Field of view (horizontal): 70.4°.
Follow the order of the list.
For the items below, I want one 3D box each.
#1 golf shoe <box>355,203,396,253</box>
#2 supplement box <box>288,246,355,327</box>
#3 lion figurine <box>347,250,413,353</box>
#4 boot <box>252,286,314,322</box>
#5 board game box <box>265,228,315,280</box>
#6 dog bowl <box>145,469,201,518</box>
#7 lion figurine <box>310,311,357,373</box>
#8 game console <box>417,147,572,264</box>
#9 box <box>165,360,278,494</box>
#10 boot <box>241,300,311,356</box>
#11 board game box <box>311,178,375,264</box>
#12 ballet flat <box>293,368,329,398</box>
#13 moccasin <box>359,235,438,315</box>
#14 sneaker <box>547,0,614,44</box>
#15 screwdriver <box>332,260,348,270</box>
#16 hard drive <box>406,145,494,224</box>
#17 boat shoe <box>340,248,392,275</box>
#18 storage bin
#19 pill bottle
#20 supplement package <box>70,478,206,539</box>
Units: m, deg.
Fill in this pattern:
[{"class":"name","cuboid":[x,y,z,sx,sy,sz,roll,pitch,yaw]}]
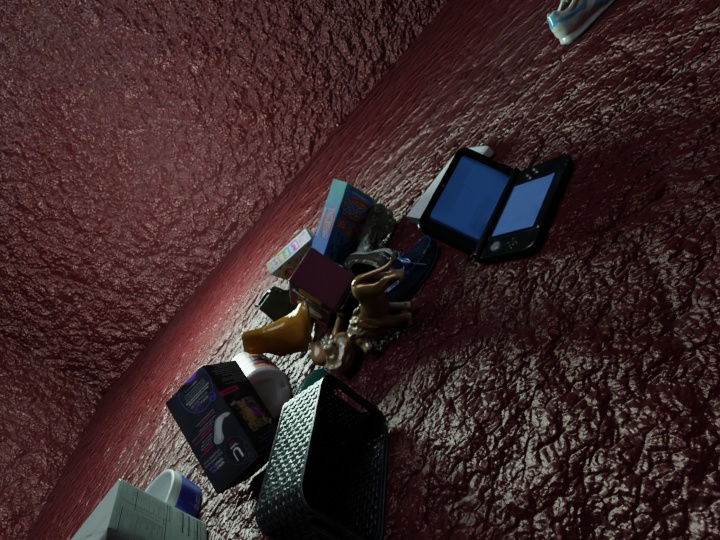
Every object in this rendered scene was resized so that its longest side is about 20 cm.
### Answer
[{"class":"golf shoe","cuboid":[0.023,-0.080,1.228,0.097,0.078,0.201,-39,21,43]},{"class":"supplement box","cuboid":[-0.086,0.041,1.089,0.086,0.110,0.200,-57,-3,-17]},{"class":"lion figurine","cuboid":[0.023,0.053,0.870,0.121,0.202,0.073,-8,38,8]},{"class":"boot","cuboid":[-0.151,0.058,1.254,0.201,0.138,0.077,-50,20,-4]},{"class":"board game box","cuboid":[-0.122,-0.022,1.265,0.134,0.200,0.034,-40,62,15]},{"class":"dog bowl","cuboid":[-0.435,0.543,1.101,0.200,0.079,0.201,-41,22,21]},{"class":"lion figurine","cuboid":[-0.058,0.156,1.018,0.200,0.072,0.124,138,150,-62]},{"class":"game console","cuboid":[0.219,-0.125,0.834,0.175,0.116,0.201,-14,42,58]},{"class":"box","cuboid":[-0.252,0.288,0.966,0.122,0.201,0.106,-43,-19,15]},{"class":"boot","cuboid":[-0.178,0.131,1.074,0.202,0.142,0.071,107,157,-56]},{"class":"board game box","cuboid":[-0.043,-0.095,1.204,0.045,0.152,0.202,19,92,28]},{"class":"ballet flat","cuboid":[-0.102,0.267,0.908,0.068,0.068,0.201,-49,17,39]},{"class":"moccasin","cuboid":[0.075,0.011,0.967,0.201,0.068,0.080,-55,21,-13]},{"class":"sneaker","cuboid":[0.497,-0.598,1.113,0.200,0.081,0.077,-48,19,4]},{"class":"screwdriver","cuboid":[-0.009,0.022,1.066,0.199,0.029,0.028,32,123,44]},{"class":"hard drive","cuboid":[0.192,-0.184,1.117,0.201,0.027,0.132,-53,20,-4]},{"class":"boat shoe","cuboid":[0.000,0.000,1.119,0.060,0.072,0.200,-37,12,-36]},{"class":"storage bin","cuboid":[-0.044,0.262,0.687,0.094,0.135,0.201,-38,24,27]},{"class":"pill bottle","cuboid":[-0.232,0.247,1.133,0.115,0.114,0.200,-54,22,-12]},{"class":"supplement package","cuboid":[-0.410,0.528,0.904,0.192,0.200,0.147,-51,21,-1]}]
